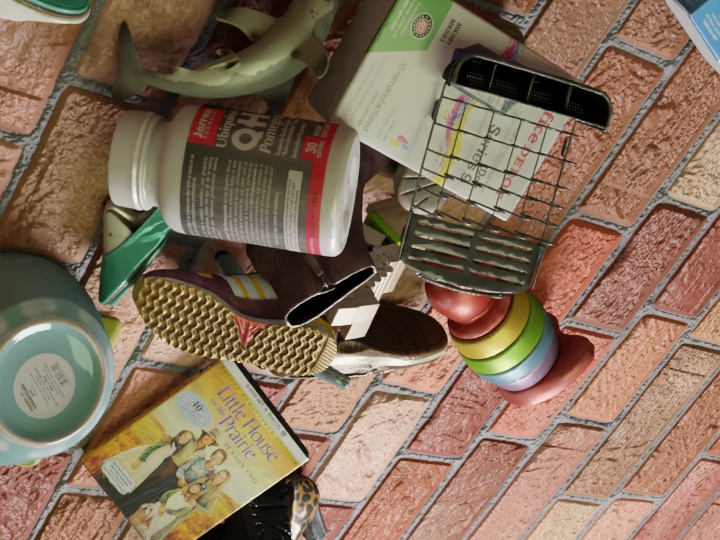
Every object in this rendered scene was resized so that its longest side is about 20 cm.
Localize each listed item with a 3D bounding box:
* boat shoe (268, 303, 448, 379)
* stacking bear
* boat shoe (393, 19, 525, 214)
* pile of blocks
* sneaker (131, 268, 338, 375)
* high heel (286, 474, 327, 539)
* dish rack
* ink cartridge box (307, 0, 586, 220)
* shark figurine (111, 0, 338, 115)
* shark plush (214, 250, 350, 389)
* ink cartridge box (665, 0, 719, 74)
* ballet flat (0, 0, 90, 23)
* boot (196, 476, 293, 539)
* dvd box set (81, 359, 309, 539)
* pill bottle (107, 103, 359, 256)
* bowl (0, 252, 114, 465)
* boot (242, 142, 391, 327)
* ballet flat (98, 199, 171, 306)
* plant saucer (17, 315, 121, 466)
[{"bbox_3d":[-0.007,0.084,1.446,0.201,0.075,0.075,2,141,-20],"label":"boat shoe"},{"bbox_3d":[0.145,0.051,1.463,0.114,0.121,0.200,-47,124,-3],"label":"stacking bear"},{"bbox_3d":[0.089,-0.152,1.288,0.073,0.063,0.202,19,108,-19],"label":"boat shoe"},{"bbox_3d":[0.000,0.000,1.306,0.082,0.200,0.062,31,129,7],"label":"pile of blocks"},{"bbox_3d":[-0.117,0.035,1.266,0.199,0.090,0.075,20,120,-14],"label":"sneaker"},{"bbox_3d":[-0.118,0.332,1.571,0.200,0.071,0.143,-47,148,-26],"label":"high heel"},{"bbox_3d":[0.118,-0.076,1.156,0.152,0.055,0.201,13,98,-20],"label":"dish rack"},{"bbox_3d":[0.078,-0.158,1.198,0.199,0.088,0.146,27,100,-24],"label":"ink cartridge box"},{"bbox_3d":[-0.102,-0.163,1.136,0.213,0.129,0.090,-20,145,-7],"label":"shark figurine"},{"bbox_3d":[-0.107,0.075,1.330,0.200,0.083,0.091,40,112,-18],"label":"shark plush"},{"bbox_3d":[0.403,-0.292,1.300,0.200,0.086,0.146,-40,135,13],"label":"ink cartridge box"},{"bbox_3d":[-0.305,-0.230,1.020,0.199,0.070,0.070,21,118,-34],"label":"ballet flat"},{"bbox_3d":[-0.155,0.296,1.525,0.162,0.200,0.073,-21,166,36],"label":"boot"},{"bbox_3d":[-0.175,0.199,1.431,0.199,0.029,0.147,-35,101,6],"label":"dvd box set"},{"bbox_3d":[-0.105,-0.080,1.129,0.198,0.111,0.111,9,131,5],"label":"pill bottle"},{"bbox_3d":[-0.301,0.089,1.206,0.200,0.105,0.202,-6,100,-36],"label":"bowl"},{"bbox_3d":[-0.013,-0.050,1.244,0.199,0.167,0.072,-34,136,3],"label":"boot"},{"bbox_3d":[-0.193,-0.056,1.233,0.070,0.067,0.200,40,106,-18],"label":"ballet flat"},{"bbox_3d":[-0.356,0.116,1.306,0.199,0.048,0.200,17,120,-36],"label":"plant saucer"}]
